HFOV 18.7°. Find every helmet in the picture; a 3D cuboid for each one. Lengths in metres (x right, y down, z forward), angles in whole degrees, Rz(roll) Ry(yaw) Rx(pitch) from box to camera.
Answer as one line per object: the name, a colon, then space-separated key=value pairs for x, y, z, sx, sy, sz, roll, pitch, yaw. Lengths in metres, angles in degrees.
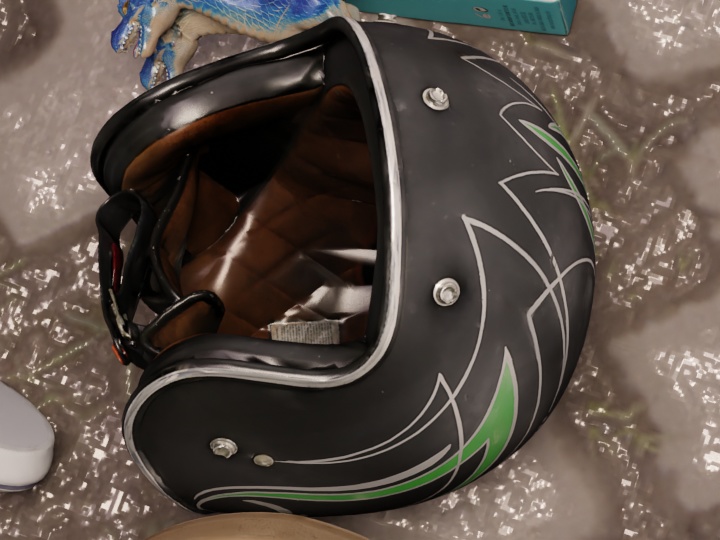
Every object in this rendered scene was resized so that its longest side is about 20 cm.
helmet: x=0.000 y=0.000 z=0.862 sx=0.189 sy=0.200 sz=0.202 roll=-19 pitch=73 yaw=10

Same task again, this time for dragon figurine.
dragon figurine: x=-0.024 y=-0.149 z=0.924 sx=0.099 sy=0.059 sz=0.201 roll=36 pitch=98 yaw=11

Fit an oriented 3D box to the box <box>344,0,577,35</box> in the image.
box: x=0.001 y=-0.161 z=0.982 sx=0.198 sy=0.049 sz=0.083 roll=9 pitch=79 yaw=13

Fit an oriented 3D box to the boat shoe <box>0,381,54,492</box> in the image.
boat shoe: x=-0.229 y=0.067 z=0.970 sx=0.199 sy=0.071 sz=0.070 roll=19 pitch=108 yaw=11

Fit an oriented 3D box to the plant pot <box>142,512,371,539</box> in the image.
plant pot: x=-0.041 y=0.202 z=0.833 sx=0.199 sy=0.093 sz=0.203 roll=3 pitch=107 yaw=11
